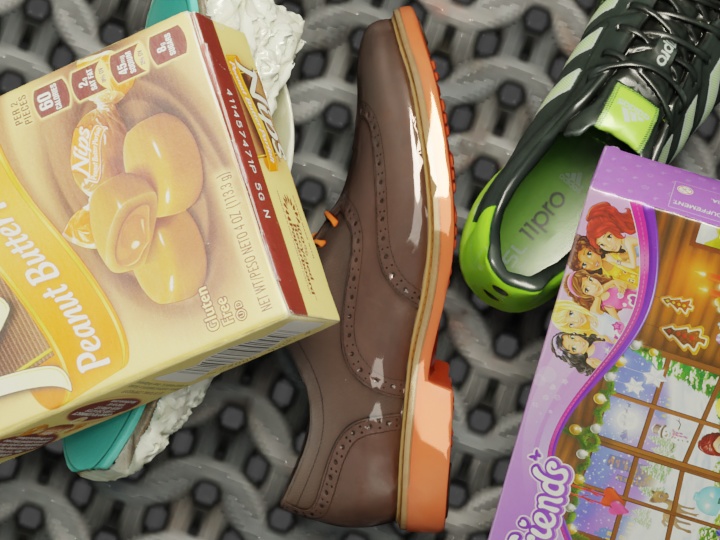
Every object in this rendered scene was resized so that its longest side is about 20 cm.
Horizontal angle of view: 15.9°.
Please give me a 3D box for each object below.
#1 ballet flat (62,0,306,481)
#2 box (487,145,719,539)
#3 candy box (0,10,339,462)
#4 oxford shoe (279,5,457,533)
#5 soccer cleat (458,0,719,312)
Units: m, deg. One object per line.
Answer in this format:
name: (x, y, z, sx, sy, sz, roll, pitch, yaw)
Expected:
ballet flat: (-0.059, -0.014, 0.982, 0.071, 0.072, 0.201, 12, 92, -5)
box: (0.127, 0.066, 0.951, 0.136, 0.039, 0.201, 17, 121, 7)
candy box: (-0.119, 0.000, 0.936, 0.199, 0.055, 0.116, -22, 78, 17)
oxford shoe: (0.000, 0.000, 0.983, 0.072, 0.071, 0.201, 1, 92, 1)
soccer cleat: (0.107, -0.069, 0.982, 0.067, 0.081, 0.201, 33, 89, -4)
